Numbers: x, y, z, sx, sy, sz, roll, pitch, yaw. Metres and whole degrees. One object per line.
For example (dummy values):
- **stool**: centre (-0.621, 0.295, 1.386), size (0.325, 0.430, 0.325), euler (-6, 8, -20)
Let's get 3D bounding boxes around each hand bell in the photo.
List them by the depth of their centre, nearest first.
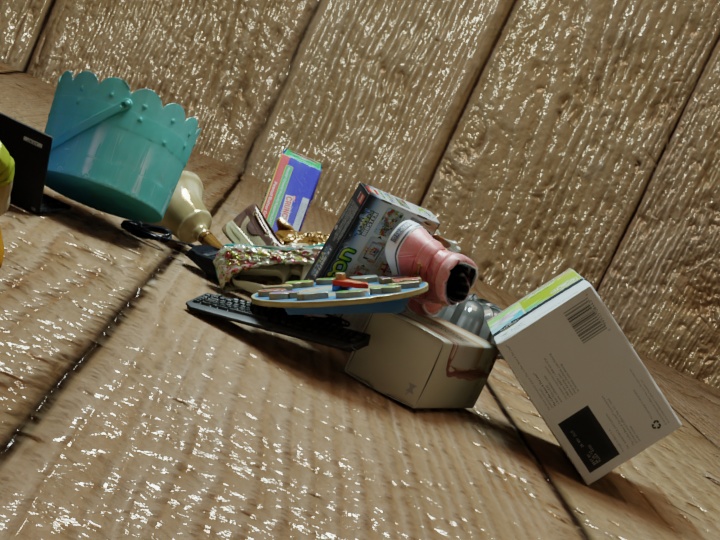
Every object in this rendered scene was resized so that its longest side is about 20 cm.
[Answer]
- **hand bell**: centre (-0.208, -0.039, 1.878), size (0.200, 0.104, 0.104), euler (45, 16, 33)

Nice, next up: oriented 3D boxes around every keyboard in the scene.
- **keyboard**: centre (-0.084, 0.054, 1.542), size (0.200, 0.021, 0.127), euler (15, 7, 13)

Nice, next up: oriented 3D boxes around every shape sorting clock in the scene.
- **shape sorting clock**: centre (-0.023, 0.022, 1.543), size (0.200, 0.039, 0.200), euler (0, 5, 0)

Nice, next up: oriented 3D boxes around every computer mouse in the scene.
- **computer mouse**: centre (-0.233, -0.023, 1.813), size (0.200, 0.034, 0.059), euler (21, 16, 23)

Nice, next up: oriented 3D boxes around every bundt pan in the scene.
- **bundt pan**: centre (0.172, 0.074, 2.352), size (0.202, 0.076, 0.202), euler (25, 7, -3)

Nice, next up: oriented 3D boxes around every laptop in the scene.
- **laptop**: centre (-0.443, -0.151, 1.684), size (0.177, 0.103, 0.200), euler (26, 6, 3)

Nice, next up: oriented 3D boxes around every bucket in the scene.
- **bucket**: centre (-0.319, -0.156, 1.777), size (0.207, 0.135, 0.207), euler (17, -12, 4)

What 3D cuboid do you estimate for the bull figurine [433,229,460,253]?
- **bull figurine**: centre (0.046, 0.020, 1.772), size (0.121, 0.200, 0.065), euler (7, 32, -18)

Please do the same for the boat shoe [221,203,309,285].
- **boat shoe**: centre (-0.094, -0.009, 1.801), size (0.200, 0.072, 0.072), euler (45, -3, 20)

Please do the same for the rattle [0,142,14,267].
- **rattle**: centre (-0.438, -0.064, 1.311), size (0.200, 0.143, 0.130), euler (8, -22, -15)

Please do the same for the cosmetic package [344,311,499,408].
- **cosmetic package**: centre (0.077, 0.105, 1.629), size (0.103, 0.087, 0.200), euler (27, 6, 22)

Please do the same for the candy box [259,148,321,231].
- **candy box**: centre (-0.125, -0.108, 2.281), size (0.077, 0.169, 0.200), euler (21, 6, -6)

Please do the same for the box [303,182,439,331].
- **box**: centre (0.000, 0.000, 1.684), size (0.110, 0.200, 0.035), euler (22, 19, -30)

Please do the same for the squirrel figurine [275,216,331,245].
- **squirrel figurine**: centre (-0.061, -0.016, 1.930), size (0.186, 0.142, 0.200), euler (21, 1, 25)

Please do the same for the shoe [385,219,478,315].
- **shoe**: centre (0.092, 0.019, 1.650), size (0.091, 0.071, 0.200), euler (35, -15, 26)

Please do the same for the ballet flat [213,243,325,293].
- **ballet flat**: centre (-0.087, 0.005, 1.723), size (0.200, 0.064, 0.076), euler (0, -33, 8)

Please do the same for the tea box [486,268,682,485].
- **tea box**: centre (0.261, 0.121, 1.649), size (0.200, 0.134, 0.197), euler (57, 4, -5)
